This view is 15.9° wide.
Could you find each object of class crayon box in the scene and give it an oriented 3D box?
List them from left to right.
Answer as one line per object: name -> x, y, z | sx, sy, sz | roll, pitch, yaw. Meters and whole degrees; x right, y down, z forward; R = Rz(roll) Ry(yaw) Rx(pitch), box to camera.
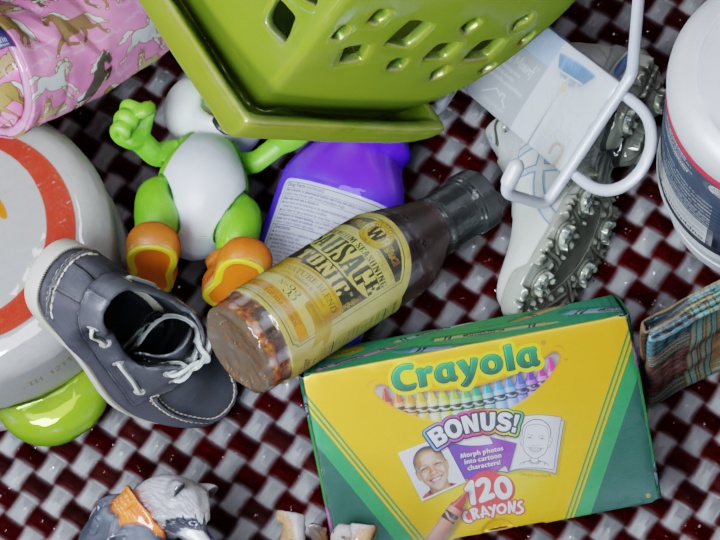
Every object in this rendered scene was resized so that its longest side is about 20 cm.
crayon box -> 0.071, 0.094, 1.555 | 0.200, 0.058, 0.119 | -11, 102, 1

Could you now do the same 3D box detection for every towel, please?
towel -> 0.257, 0.015, 1.546 | 0.200, 0.147, 0.022 | -28, 69, -4

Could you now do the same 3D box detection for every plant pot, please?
plant pot -> -0.016, -0.184, 1.516 | 0.182, 0.200, 0.199 | -52, 58, 31

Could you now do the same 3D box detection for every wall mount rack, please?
wall mount rack -> 0.109, -0.141, 1.571 | 0.200, 0.075, 0.174 | 43, 108, 38

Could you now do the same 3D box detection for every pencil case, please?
pencil case -> -0.166, -0.158, 1.579 | 0.083, 0.087, 0.200 | 28, 43, 29

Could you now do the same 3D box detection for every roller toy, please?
roller toy -> -0.236, -0.003, 1.591 | 0.200, 0.140, 0.183 | 16, 73, 10

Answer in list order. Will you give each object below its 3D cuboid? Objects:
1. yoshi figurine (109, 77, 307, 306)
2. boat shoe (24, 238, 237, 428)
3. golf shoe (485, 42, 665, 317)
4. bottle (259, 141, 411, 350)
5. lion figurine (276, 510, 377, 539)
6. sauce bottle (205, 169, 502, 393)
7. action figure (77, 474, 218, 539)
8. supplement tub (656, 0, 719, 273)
yoshi figurine -> -0.089, -0.082, 1.598 | 0.112, 0.112, 0.200 | -17, 46, 27
boat shoe -> -0.123, 0.049, 1.535 | 0.063, 0.200, 0.073 | 24, 77, 37
golf shoe -> 0.117, -0.056, 1.629 | 0.097, 0.078, 0.200 | 17, 67, 26
bottle -> -0.016, -0.036, 1.625 | 0.083, 0.065, 0.200 | 17, 74, 3
lion figurine -> -0.030, 0.202, 1.471 | 0.072, 0.200, 0.123 | 9, 83, 6
sauce bottle -> 0.000, 0.000, 1.550 | 0.200, 0.066, 0.066 | -35, 72, -29
action figure -> -0.140, 0.207, 1.501 | 0.194, 0.105, 0.200 | -59, 35, 1
supplement tub -> 0.250, -0.080, 1.549 | 0.140, 0.200, 0.140 | -1, 72, 4
